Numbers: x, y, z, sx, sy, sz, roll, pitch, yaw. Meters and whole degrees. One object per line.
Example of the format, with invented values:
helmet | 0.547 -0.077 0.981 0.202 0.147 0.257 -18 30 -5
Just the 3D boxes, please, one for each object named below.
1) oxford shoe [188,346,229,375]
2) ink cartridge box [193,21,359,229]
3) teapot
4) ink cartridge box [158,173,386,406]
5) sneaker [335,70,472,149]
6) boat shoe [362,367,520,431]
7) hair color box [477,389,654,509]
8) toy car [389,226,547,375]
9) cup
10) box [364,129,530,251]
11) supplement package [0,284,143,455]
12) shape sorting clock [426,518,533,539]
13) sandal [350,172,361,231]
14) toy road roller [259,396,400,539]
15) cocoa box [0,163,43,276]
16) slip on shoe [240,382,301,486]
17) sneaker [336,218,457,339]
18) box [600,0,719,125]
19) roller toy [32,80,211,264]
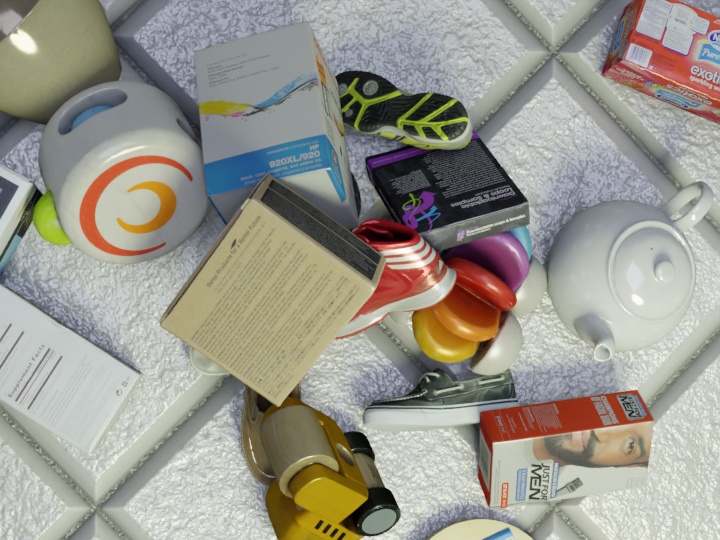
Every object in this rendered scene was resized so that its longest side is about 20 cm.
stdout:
oxford shoe | -0.112 0.071 1.631 0.198 0.058 0.076 -19 90 -7
ink cartridge box | -0.096 -0.151 1.552 0.143 0.147 0.201 -13 63 8
teapot | 0.332 0.001 1.631 0.196 0.146 0.202 -5 87 -20
ink cartridge box | -0.094 0.023 1.463 0.164 0.075 0.200 36 120 -7
sneaker | 0.043 -0.183 1.645 0.199 0.076 0.076 22 80 25
boat shoe | 0.095 0.155 1.652 0.198 0.072 0.072 -3 79 -18
hair color box | 0.245 0.216 1.637 0.198 0.064 0.112 -8 125 -8
toy car | 0.137 0.008 1.603 0.174 0.150 0.201 31 57 -3
cup | -0.360 -0.249 1.569 0.201 0.200 0.143 -50 121 -7
box | 0.100 -0.095 1.606 0.142 0.200 0.036 -16 123 -7
supplement package | -0.364 0.112 1.568 0.199 0.114 0.110 33 82 -3
shape sorting clock | 0.143 0.401 1.649 0.198 0.039 0.202 1 86 -9
sandal | -0.052 -0.123 1.662 0.075 0.045 0.201 -15 74 -12
toy road roller | -0.061 0.254 1.566 0.146 0.123 0.200 -39 136 12
cocoa box | -0.470 -0.038 1.554 0.133 0.131 0.201 29 83 -3
slip on shoe | -0.102 0.167 1.598 0.075 0.061 0.202 6 106 -3
sneaker | 0.000 0.000 1.526 0.199 0.079 0.116 -22 119 27
box | 0.416 -0.260 1.697 0.199 0.095 0.100 21 85 -6
roller toy | -0.266 -0.114 1.549 0.199 0.140 0.183 8 124 -35
